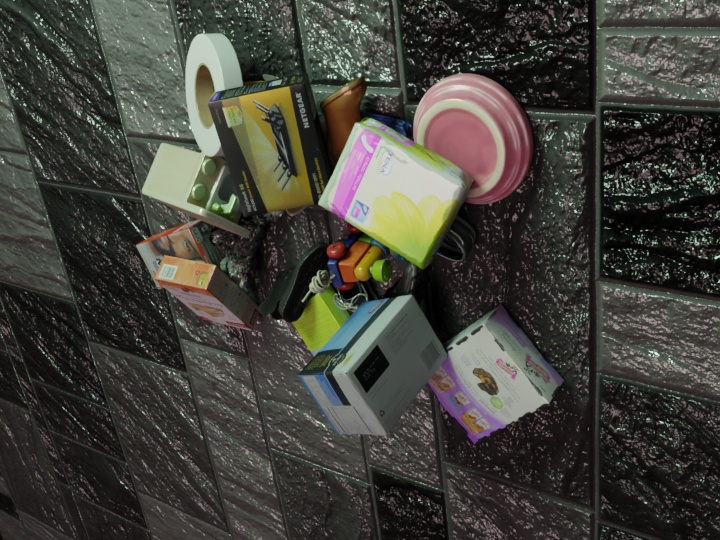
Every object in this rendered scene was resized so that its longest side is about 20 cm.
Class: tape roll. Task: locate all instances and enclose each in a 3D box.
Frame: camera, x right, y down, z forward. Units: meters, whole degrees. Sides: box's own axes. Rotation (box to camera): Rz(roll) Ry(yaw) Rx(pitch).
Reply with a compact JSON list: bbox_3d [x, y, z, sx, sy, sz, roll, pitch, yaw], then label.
[{"bbox_3d":[-0.247,-0.294,1.384,0.202,0.037,0.206,30,124,56],"label":"tape roll"}]

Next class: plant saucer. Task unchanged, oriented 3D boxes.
[{"bbox_3d":[0.159,-0.190,1.234,0.198,0.051,0.203,19,126,28],"label":"plant saucer"}]

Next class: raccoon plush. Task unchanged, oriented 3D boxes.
[{"bbox_3d":[-0.206,-0.043,1.591,0.198,0.097,0.135,-12,116,42],"label":"raccoon plush"}]

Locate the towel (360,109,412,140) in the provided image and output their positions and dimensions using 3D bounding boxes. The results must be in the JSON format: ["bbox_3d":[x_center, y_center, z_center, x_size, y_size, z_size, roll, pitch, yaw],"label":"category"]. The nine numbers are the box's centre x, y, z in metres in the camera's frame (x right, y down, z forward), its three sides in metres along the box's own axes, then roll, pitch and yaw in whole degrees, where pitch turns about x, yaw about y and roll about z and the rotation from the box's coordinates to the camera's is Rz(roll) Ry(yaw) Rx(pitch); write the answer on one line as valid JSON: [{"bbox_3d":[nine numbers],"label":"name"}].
[{"bbox_3d":[0.022,-0.168,1.375,0.143,0.024,0.203,20,127,29],"label":"towel"}]

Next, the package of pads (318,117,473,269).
[{"bbox_3d":[0.054,-0.122,1.239,0.198,0.068,0.156,32,115,8],"label":"package of pads"}]

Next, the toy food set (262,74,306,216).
[{"bbox_3d":[-0.135,-0.214,1.395,0.144,0.059,0.203,-126,29,-53],"label":"toy food set"}]

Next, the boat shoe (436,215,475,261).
[{"bbox_3d":[0.094,-0.080,1.306,0.198,0.062,0.073,31,131,-6],"label":"boat shoe"}]

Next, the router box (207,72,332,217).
[{"bbox_3d":[-0.135,-0.195,1.296,0.154,0.053,0.203,-9,121,10],"label":"router box"}]

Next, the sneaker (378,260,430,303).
[{"bbox_3d":[0.066,0.056,1.443,0.079,0.075,0.202,30,131,23],"label":"sneaker"}]

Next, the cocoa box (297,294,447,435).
[{"bbox_3d":[0.022,0.155,1.353,0.130,0.200,0.134,-11,118,48],"label":"cocoa box"}]

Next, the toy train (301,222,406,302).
[{"bbox_3d":[0.000,0.000,1.370,0.114,0.201,0.086,8,133,31],"label":"toy train"}]

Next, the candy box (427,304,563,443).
[{"bbox_3d":[0.217,0.180,1.401,0.168,0.071,0.200,50,136,2],"label":"candy box"}]

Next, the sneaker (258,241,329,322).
[{"bbox_3d":[-0.126,0.019,1.571,0.202,0.059,0.104,-61,30,13],"label":"sneaker"}]

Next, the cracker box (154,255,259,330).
[{"bbox_3d":[-0.307,0.048,1.666,0.132,0.058,0.200,10,158,27],"label":"cracker box"}]

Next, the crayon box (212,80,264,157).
[{"bbox_3d":[-0.205,-0.259,1.408,0.199,0.050,0.129,17,113,59],"label":"crayon box"}]

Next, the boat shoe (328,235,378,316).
[{"bbox_3d":[-0.012,0.039,1.502,0.074,0.062,0.203,5,119,35],"label":"boat shoe"}]

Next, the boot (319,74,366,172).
[{"bbox_3d":[-0.004,-0.207,1.311,0.156,0.073,0.200,53,151,2],"label":"boot"}]

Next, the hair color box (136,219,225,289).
[{"bbox_3d":[-0.381,-0.034,1.749,0.198,0.064,0.112,-13,107,41],"label":"hair color box"}]

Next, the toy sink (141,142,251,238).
[{"bbox_3d":[-0.283,-0.152,1.510,0.198,0.130,0.114,20,87,42],"label":"toy sink"}]

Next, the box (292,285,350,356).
[{"bbox_3d":[-0.051,0.138,1.603,0.121,0.048,0.202,-27,98,45],"label":"box"}]
